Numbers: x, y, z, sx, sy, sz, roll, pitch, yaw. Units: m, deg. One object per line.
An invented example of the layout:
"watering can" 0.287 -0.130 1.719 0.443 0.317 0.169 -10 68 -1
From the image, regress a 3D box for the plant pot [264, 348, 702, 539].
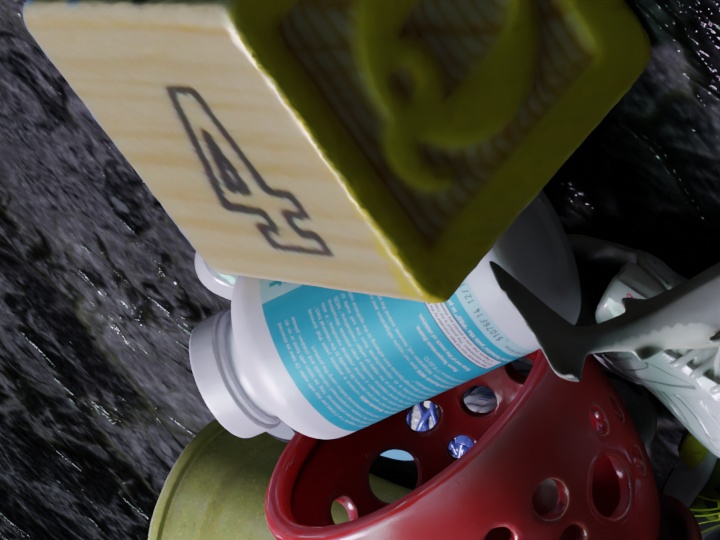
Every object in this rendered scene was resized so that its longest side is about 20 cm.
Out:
"plant pot" 0.074 0.141 1.607 0.183 0.200 0.200 54 155 -22

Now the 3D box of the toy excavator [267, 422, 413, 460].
"toy excavator" 0.045 0.077 1.873 0.200 0.100 0.194 29 157 -4

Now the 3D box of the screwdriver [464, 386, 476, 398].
"screwdriver" 0.000 0.000 1.697 0.200 0.029 0.028 50 150 -13

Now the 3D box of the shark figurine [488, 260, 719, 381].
"shark figurine" 0.182 -0.002 1.473 0.128 0.214 0.090 17 -120 -75

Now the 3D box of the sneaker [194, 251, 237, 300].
"sneaker" 0.002 -0.047 1.610 0.118 0.200 0.074 84 174 -55

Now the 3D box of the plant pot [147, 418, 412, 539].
"plant pot" -0.026 0.215 2.122 0.184 0.200 0.200 10 144 32

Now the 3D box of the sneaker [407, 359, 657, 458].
"sneaker" 0.074 0.087 1.744 0.200 0.088 0.075 1 110 22

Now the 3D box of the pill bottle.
"pill bottle" 0.009 0.021 1.547 0.200 0.111 0.111 -26 118 22

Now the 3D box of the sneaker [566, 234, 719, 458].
"sneaker" 0.169 0.040 1.544 0.200 0.078 0.099 28 175 42

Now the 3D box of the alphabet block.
"alphabet block" -0.012 -0.119 1.454 0.200 0.195 0.196 6 140 54

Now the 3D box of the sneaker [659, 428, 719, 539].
"sneaker" 0.222 0.121 1.662 0.085 0.075 0.200 28 160 12
